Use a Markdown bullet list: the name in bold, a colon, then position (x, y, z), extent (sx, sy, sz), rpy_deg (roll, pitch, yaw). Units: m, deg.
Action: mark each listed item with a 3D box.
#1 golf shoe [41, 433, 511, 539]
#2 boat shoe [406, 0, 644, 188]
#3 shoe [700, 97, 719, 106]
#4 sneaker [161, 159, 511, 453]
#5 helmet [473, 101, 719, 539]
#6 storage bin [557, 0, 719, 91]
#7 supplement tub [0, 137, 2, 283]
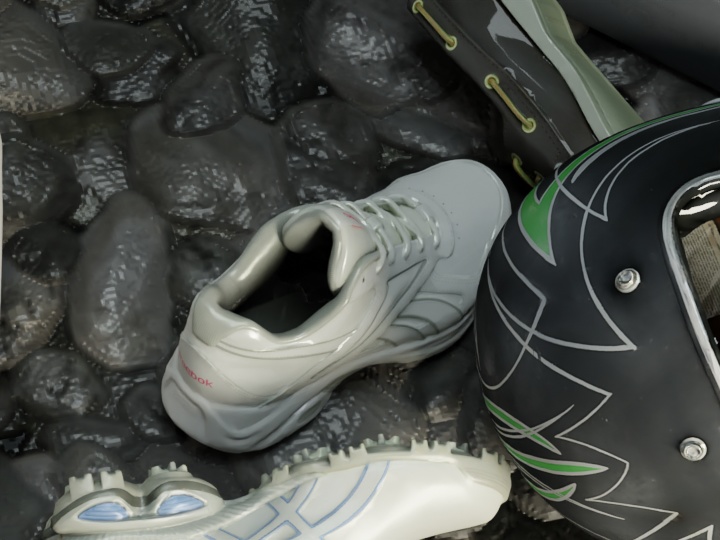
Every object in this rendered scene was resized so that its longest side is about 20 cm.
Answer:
- **golf shoe**: position (-0.029, 0.126, 0.933), extent (0.200, 0.078, 0.097), rpy_deg (-9, 72, -8)
- **boat shoe**: position (0.096, -0.076, 1.103), extent (0.201, 0.061, 0.072), rpy_deg (58, 20, 20)
- **shoe**: position (0.243, -0.015, 1.068), extent (0.200, 0.072, 0.091), rpy_deg (20, 47, 1)
- **sneaker**: position (0.000, 0.000, 1.002), extent (0.078, 0.099, 0.200), rpy_deg (40, 57, 20)
- **helmet**: position (0.141, 0.028, 0.944), extent (0.191, 0.200, 0.200), rpy_deg (-32, 63, -16)
- **storage bin**: position (0.181, -0.186, 1.157), extent (0.200, 0.146, 0.134), rpy_deg (28, 64, 12)
- **supplement tub**: position (-0.252, 0.001, 0.933), extent (0.200, 0.145, 0.145), rpy_deg (1, 53, -8)
